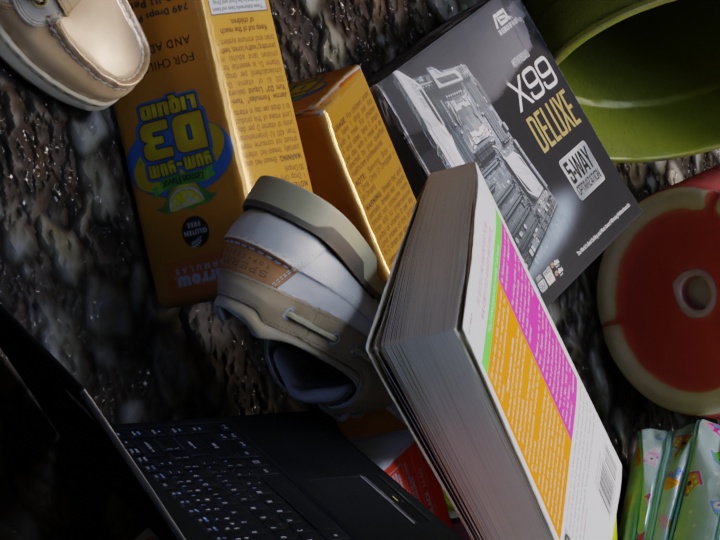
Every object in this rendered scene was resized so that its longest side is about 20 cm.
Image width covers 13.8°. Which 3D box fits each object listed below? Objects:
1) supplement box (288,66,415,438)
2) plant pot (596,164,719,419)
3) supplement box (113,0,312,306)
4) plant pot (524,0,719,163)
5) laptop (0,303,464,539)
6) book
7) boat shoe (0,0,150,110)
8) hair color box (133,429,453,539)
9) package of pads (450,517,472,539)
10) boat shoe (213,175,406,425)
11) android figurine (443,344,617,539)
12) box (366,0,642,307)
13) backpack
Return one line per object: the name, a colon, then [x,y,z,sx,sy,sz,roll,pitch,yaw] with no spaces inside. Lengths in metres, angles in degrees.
supplement box: [0.000,0.000,1.524,0.200,0.066,0.069,67,31,-19]
plant pot: [0.255,0.011,1.870,0.177,0.200,0.201,-6,84,-50]
supplement box: [-0.077,-0.086,1.438,0.069,0.066,0.200,-17,93,-61]
plant pot: [0.181,-0.199,1.835,0.200,0.200,0.193,29,42,-53]
laptop: [-0.064,0.059,1.267,0.200,0.177,0.103,-3,112,-27]
book: [0.074,0.065,1.414,0.134,0.048,0.200,-74,144,-51]
boat shoe: [-0.146,-0.152,1.340,0.200,0.069,0.074,52,38,-37]
hair color box: [-0.049,0.142,1.350,0.200,0.111,0.064,-36,113,-58]
package of pads: [-0.005,0.194,1.397,0.200,0.120,0.076,-46,118,-56]
boat shoe: [-0.012,0.033,1.406,0.068,0.075,0.200,-59,140,-15]
android figurine: [0.092,0.126,1.678,0.182,0.041,0.200,33,49,-52]
box: [0.070,-0.058,1.672,0.158,0.050,0.200,60,32,-6]
backpack: [0.213,0.184,1.764,0.167,0.126,0.200,86,14,-60]
